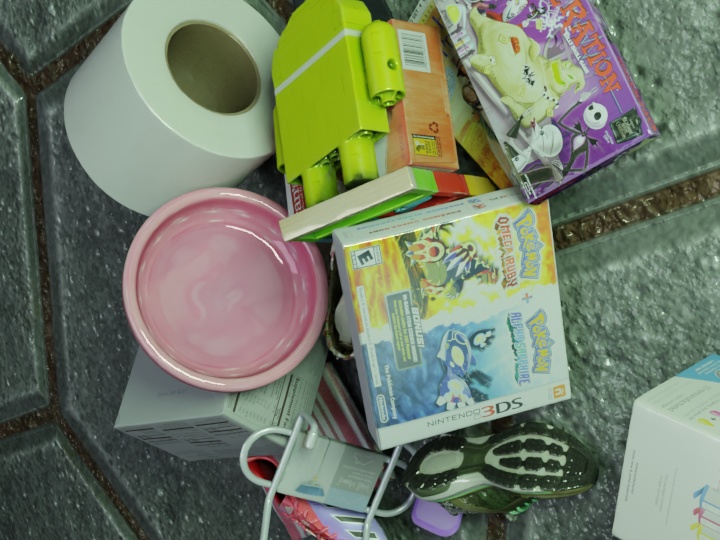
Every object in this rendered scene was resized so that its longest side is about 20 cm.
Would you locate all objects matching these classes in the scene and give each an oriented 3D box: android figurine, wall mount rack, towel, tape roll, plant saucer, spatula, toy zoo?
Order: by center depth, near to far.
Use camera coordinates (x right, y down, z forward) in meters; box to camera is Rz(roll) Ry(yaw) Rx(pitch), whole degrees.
[{"bbox_3d":[-0.027,-0.154,1.167,0.182,0.041,0.201,-33,59,50],"label":"android figurine"},{"bbox_3d":[0.035,-0.053,1.173,0.131,0.200,0.021,-21,80,29],"label":"toy zoo"},{"bbox_3d":[-0.132,0.021,1.298,0.201,0.200,0.051,65,159,6],"label":"plant saucer"},{"bbox_3d":[0.087,0.171,1.323,0.056,0.021,0.201,21,118,32],"label":"spatula"},{"bbox_3d":[-0.030,0.237,1.324,0.174,0.199,0.075,-69,22,7],"label":"wall mount rack"},{"bbox_3d":[-0.178,-0.169,1.340,0.139,0.202,0.203,-35,79,45],"label":"tape roll"},{"bbox_3d":[-0.051,0.201,1.473,0.200,0.030,0.147,-41,75,42],"label":"towel"}]

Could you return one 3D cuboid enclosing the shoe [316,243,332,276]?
[{"bbox_3d":[-0.087,0.007,1.416,0.200,0.053,0.070,-6,101,44],"label":"shoe"}]

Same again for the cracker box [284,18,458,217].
[{"bbox_3d":[0.001,-0.123,1.211,0.200,0.058,0.135,-28,65,53],"label":"cracker box"}]

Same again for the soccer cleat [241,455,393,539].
[{"bbox_3d":[-0.044,0.255,1.411,0.200,0.073,0.068,44,128,25],"label":"soccer cleat"}]

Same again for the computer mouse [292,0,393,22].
[{"bbox_3d":[-0.036,-0.261,1.271,0.138,0.053,0.200,-39,76,45],"label":"computer mouse"}]

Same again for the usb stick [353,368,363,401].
[{"bbox_3d":[0.055,0.074,1.313,0.056,0.033,0.200,56,136,13],"label":"usb stick"}]

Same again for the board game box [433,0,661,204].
[{"bbox_3d":[0.147,-0.169,1.088,0.120,0.032,0.201,-29,77,24],"label":"board game box"}]

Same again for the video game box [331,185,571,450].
[{"bbox_3d":[0.082,0.041,1.152,0.047,0.182,0.201,-128,24,-64],"label":"video game box"}]

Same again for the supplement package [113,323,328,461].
[{"bbox_3d":[-0.144,0.108,1.421,0.200,0.111,0.156,-12,55,46],"label":"supplement package"}]

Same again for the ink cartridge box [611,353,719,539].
[{"bbox_3d":[0.315,0.169,1.014,0.200,0.128,0.126,23,119,38],"label":"ink cartridge box"}]

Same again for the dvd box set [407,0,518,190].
[{"bbox_3d":[0.120,-0.170,1.161,0.200,0.029,0.146,51,134,19],"label":"dvd box set"}]

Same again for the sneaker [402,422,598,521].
[{"bbox_3d":[0.142,0.199,1.261,0.199,0.077,0.089,-7,135,38],"label":"sneaker"}]

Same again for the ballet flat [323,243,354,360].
[{"bbox_3d":[0.000,0.000,1.312,0.075,0.064,0.201,8,112,13],"label":"ballet flat"}]
